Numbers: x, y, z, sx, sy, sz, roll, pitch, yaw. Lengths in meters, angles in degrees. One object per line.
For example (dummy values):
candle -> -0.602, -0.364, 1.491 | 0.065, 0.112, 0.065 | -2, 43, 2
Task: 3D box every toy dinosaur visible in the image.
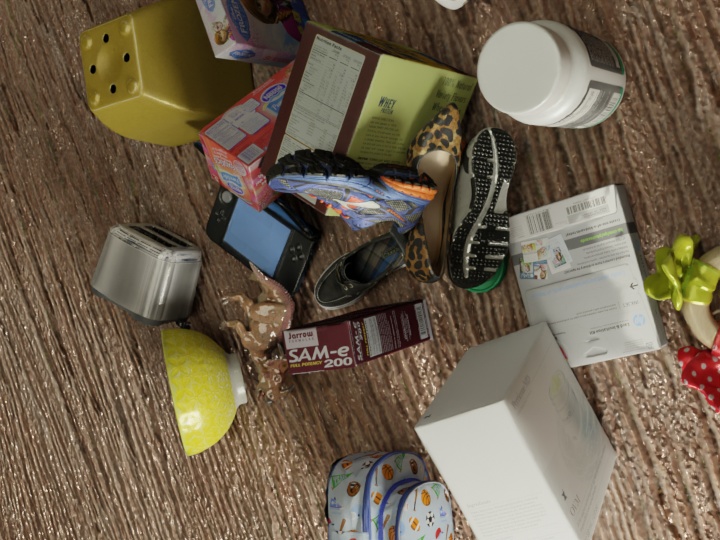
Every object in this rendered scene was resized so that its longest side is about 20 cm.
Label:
toy dinosaur -> -0.131, 0.081, 1.320 | 0.135, 0.086, 0.201 | 25, 118, 28

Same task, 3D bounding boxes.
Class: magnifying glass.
magnifying glass -> 0.145, -0.070, 1.174 | 0.079, 0.022, 0.201 | -11, 91, 33

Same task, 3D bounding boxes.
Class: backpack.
backpack -> 0.034, 0.338, 1.199 | 0.154, 0.200, 0.191 | -15, 81, 28

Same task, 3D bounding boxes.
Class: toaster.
toaster -> -0.340, 0.004, 1.443 | 0.200, 0.113, 0.130 | 26, 107, 30

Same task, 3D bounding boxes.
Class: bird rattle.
bird rattle -> 0.406, 0.045, 0.973 | 0.163, 0.113, 0.201 | -27, 83, 16

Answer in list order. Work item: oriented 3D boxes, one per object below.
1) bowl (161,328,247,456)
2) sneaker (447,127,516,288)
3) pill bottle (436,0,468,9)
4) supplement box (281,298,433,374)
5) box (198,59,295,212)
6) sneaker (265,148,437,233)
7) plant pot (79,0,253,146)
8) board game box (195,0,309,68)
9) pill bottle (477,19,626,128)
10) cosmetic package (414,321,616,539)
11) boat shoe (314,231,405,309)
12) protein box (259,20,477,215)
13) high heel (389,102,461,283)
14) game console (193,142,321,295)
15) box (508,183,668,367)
bowl -> -0.236, 0.179, 1.383 | 0.107, 0.200, 0.201 | -11, 89, -9
sneaker -> 0.148, -0.076, 1.119 | 0.073, 0.080, 0.201 | 12, 91, -12
pill bottle -> 0.156, -0.420, 1.071 | 0.200, 0.111, 0.111 | -35, 77, 31
supplement box -> 0.001, 0.085, 1.176 | 0.108, 0.200, 0.061 | -11, 90, 34
box -> -0.108, -0.189, 1.212 | 0.102, 0.200, 0.095 | 35, 153, 25
sneaker -> -0.011, -0.083, 1.012 | 0.075, 0.199, 0.079 | -114, 37, -61
plant pot -> -0.300, -0.299, 1.330 | 0.195, 0.200, 0.195 | -7, 91, 33
board game box -> -0.152, -0.380, 1.225 | 0.041, 0.199, 0.201 | -25, 83, 32
pill bottle -> 0.216, -0.219, 1.001 | 0.113, 0.200, 0.114 | 4, 97, 33
cosmetic package -> 0.188, 0.200, 1.039 | 0.123, 0.199, 0.201 | -26, 99, 32
boat shoe -> 0.000, 0.000, 1.247 | 0.200, 0.066, 0.070 | -27, 80, 32
protein box -> 0.011, -0.185, 1.132 | 0.135, 0.198, 0.201 | 34, 113, 35
high heel -> 0.098, -0.089, 1.066 | 0.143, 0.071, 0.201 | -118, 42, -56
game console -> -0.171, -0.073, 1.317 | 0.200, 0.118, 0.171 | 35, 115, 26
box -> 0.271, 0.012, 1.087 | 0.155, 0.041, 0.201 | -18, 84, 34
